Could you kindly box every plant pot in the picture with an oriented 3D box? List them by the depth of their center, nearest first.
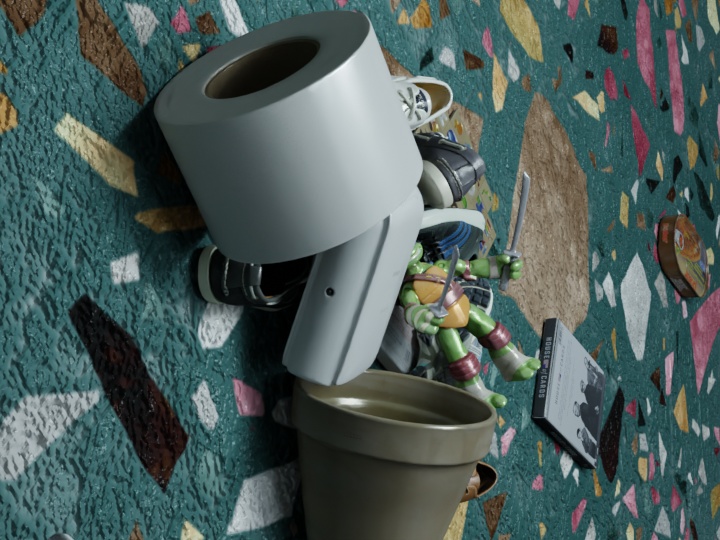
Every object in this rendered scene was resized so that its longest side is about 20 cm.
[{"bbox_3d":[0.021,0.202,1.295,0.200,0.199,0.174,-3,105,-60],"label":"plant pot"}]

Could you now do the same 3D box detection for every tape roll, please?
[{"bbox_3d":[-0.061,-0.117,1.165,0.203,0.202,0.140,-56,133,-47],"label":"tape roll"}]

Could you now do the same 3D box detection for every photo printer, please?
[{"bbox_3d":[0.000,0.000,1.284,0.166,0.069,0.201,-17,126,-76],"label":"photo printer"}]

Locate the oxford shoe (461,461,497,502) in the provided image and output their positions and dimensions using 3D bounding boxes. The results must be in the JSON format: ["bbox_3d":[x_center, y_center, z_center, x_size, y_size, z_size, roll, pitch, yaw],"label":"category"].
[{"bbox_3d":[0.091,0.233,1.503,0.200,0.071,0.072,-1,89,-58],"label":"oxford shoe"}]

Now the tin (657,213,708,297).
[{"bbox_3d":[0.576,-0.023,2.401,0.200,0.042,0.112,42,47,-50],"label":"tin"}]

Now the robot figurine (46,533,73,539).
[{"bbox_3d":[-0.209,0.289,0.937,0.169,0.113,0.201,-10,96,-20],"label":"robot figurine"}]

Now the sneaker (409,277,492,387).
[{"bbox_3d":[0.100,0.099,1.504,0.201,0.077,0.086,-67,152,-28],"label":"sneaker"}]

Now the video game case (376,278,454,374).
[{"bbox_3d":[0.044,0.018,1.500,0.200,0.024,0.183,50,45,-43],"label":"video game case"}]

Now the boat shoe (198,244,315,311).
[{"bbox_3d":[-0.071,0.002,1.262,0.200,0.067,0.072,-6,91,-63],"label":"boat shoe"}]

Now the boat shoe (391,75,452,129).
[{"bbox_3d":[0.042,-0.182,1.477,0.200,0.070,0.071,-17,101,-59],"label":"boat shoe"}]

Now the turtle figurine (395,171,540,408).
[{"bbox_3d":[0.118,0.041,1.374,0.194,0.199,0.144,58,24,-13],"label":"turtle figurine"}]

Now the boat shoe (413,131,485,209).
[{"bbox_3d":[0.074,-0.111,1.414,0.073,0.063,0.200,61,-8,-19],"label":"boat shoe"}]

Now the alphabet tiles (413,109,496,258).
[{"bbox_3d":[0.116,-0.102,1.635,0.201,0.006,0.167,65,31,-23],"label":"alphabet tiles"}]

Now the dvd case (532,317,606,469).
[{"bbox_3d":[0.299,0.177,1.912,0.200,0.025,0.151,43,50,-48],"label":"dvd case"}]

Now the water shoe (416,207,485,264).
[{"bbox_3d":[0.088,-0.029,1.489,0.200,0.071,0.079,-3,90,-59],"label":"water shoe"}]
